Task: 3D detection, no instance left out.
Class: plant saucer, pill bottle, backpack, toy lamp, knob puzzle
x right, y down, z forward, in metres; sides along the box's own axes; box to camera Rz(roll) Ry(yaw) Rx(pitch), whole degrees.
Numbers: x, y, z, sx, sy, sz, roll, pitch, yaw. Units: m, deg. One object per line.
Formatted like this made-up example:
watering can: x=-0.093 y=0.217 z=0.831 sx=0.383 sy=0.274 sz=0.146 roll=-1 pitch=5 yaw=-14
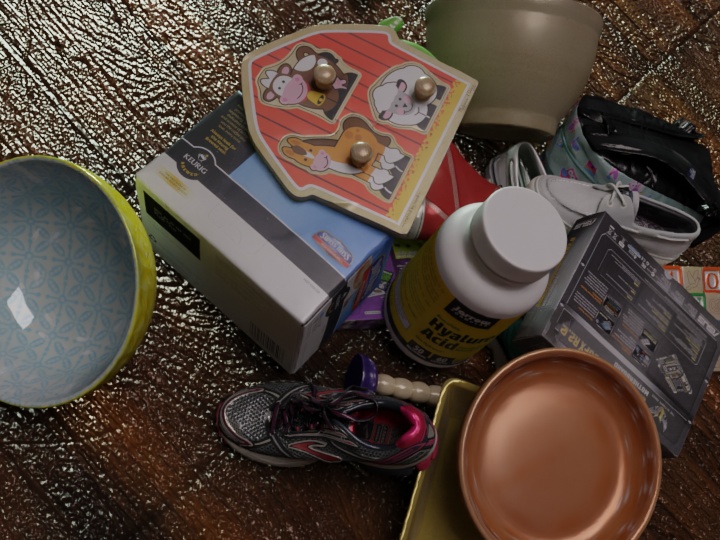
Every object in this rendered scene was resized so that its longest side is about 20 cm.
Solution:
plant saucer: x=0.176 y=0.171 z=0.894 sx=0.199 sy=0.037 sz=0.202 roll=2 pitch=83 yaw=-15
pill bottle: x=0.105 y=0.006 z=0.917 sx=0.111 sy=0.200 sz=0.112 roll=9 pitch=61 yaw=-17
backpack: x=0.308 y=-0.111 z=1.142 sx=0.199 sy=0.127 sz=0.168 roll=19 pitch=40 yaw=-19
plant saucer: x=0.132 y=0.226 z=0.919 sx=0.199 sy=0.048 sz=0.201 roll=22 pitch=74 yaw=-12
toy lamp: x=0.086 y=0.125 z=0.966 sx=0.199 sy=0.058 sz=0.059 roll=12 pitch=60 yaw=-18
knob puzzle: x=-0.014 y=-0.146 z=0.870 sx=0.218 sy=0.030 sz=0.221 roll=3 pitch=67 yaw=-7

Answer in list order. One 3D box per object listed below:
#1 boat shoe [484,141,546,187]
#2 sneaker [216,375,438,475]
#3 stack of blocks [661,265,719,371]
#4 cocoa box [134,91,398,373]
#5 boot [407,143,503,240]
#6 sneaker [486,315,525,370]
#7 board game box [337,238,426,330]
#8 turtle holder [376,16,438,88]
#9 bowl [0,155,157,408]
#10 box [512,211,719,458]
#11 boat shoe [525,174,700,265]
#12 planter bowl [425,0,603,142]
boat shoe: x=0.192 y=-0.047 z=1.095 sx=0.073 sy=0.067 sz=0.201 roll=-13 pitch=72 yaw=-28
sneaker: x=-0.031 y=0.129 z=0.871 sx=0.198 sy=0.075 sz=0.081 roll=2 pitch=68 yaw=10
stack of blocks: x=0.300 y=0.054 z=1.072 sx=0.199 sy=0.058 sz=0.116 roll=0 pitch=84 yaw=-25
cocoa box: x=-0.086 y=-0.034 z=0.901 sx=0.200 sy=0.134 sz=0.131 roll=40 pitch=66 yaw=11
boot: x=0.109 y=-0.104 z=1.065 sx=0.143 sy=0.073 sz=0.201 roll=8 pitch=49 yaw=-9
sneaker: x=0.163 y=0.043 z=1.029 sx=0.077 sy=0.080 sz=0.201 roll=-21 pitch=73 yaw=-31
board game box: x=0.000 y=0.000 z=1.011 sx=0.199 sy=0.032 sz=0.121 roll=-1 pitch=61 yaw=-23
turtle holder: x=-0.006 y=-0.151 z=0.976 sx=0.184 sy=0.141 sz=0.133 roll=-1 pitch=64 yaw=13
bowl: x=-0.246 y=0.009 z=0.836 sx=0.201 sy=0.200 sz=0.108 roll=55 pitch=15 yaw=10
box: x=0.264 y=0.066 z=0.987 sx=0.200 sy=0.048 sz=0.159 roll=40 pitch=64 yaw=-16
boat shoe: x=0.270 y=-0.061 z=1.047 sx=0.199 sy=0.069 sz=0.072 roll=24 pitch=50 yaw=-16
planter bowl: x=0.164 y=-0.219 z=1.115 sx=0.199 sy=0.200 sz=0.136 roll=7 pitch=89 yaw=-20
